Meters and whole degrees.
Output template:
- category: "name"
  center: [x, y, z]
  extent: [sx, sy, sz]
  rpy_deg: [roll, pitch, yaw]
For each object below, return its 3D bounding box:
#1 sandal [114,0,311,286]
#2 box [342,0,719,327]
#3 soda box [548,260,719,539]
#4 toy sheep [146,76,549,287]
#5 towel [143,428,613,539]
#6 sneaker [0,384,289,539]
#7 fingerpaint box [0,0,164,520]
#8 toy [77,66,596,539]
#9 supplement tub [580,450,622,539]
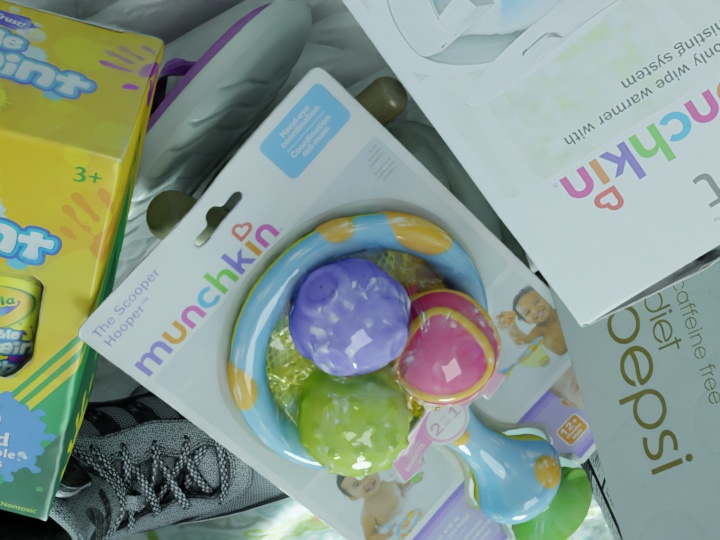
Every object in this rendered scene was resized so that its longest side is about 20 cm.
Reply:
- category: "sandal"
  center: [-0.095, -0.032, 0.718]
  extent: [0.050, 0.082, 0.203]
  rpy_deg: [43, 113, 3]
- category: "box"
  center: [0.044, -0.117, 0.554]
  extent: [0.097, 0.200, 0.177]
  rpy_deg: [-31, 119, 13]
- category: "soda box"
  center: [0.113, 0.014, 0.681]
  extent: [0.068, 0.201, 0.064]
  rpy_deg: [-26, 157, 29]
- category: "toy sheep"
  center: [0.000, 0.000, 0.732]
  extent: [0.200, 0.138, 0.138]
  rpy_deg: [24, 121, -41]
- category: "towel"
  center: [0.025, 0.114, 0.910]
  extent: [0.171, 0.048, 0.200]
  rpy_deg: [-38, 133, 16]
- category: "sneaker"
  center: [-0.094, 0.088, 0.776]
  extent: [0.199, 0.114, 0.076]
  rpy_deg: [-2, 110, -9]
- category: "fingerpaint box"
  center: [-0.180, -0.017, 0.643]
  extent: [0.199, 0.073, 0.167]
  rpy_deg: [15, 129, -4]
- category: "toy"
  center: [0.017, 0.038, 0.655]
  extent: [0.115, 0.047, 0.200]
  rpy_deg: [-48, 128, 0]
- category: "supplement tub"
  center: [0.159, 0.084, 0.819]
  extent: [0.122, 0.200, 0.123]
  rpy_deg: [-11, 135, -11]
